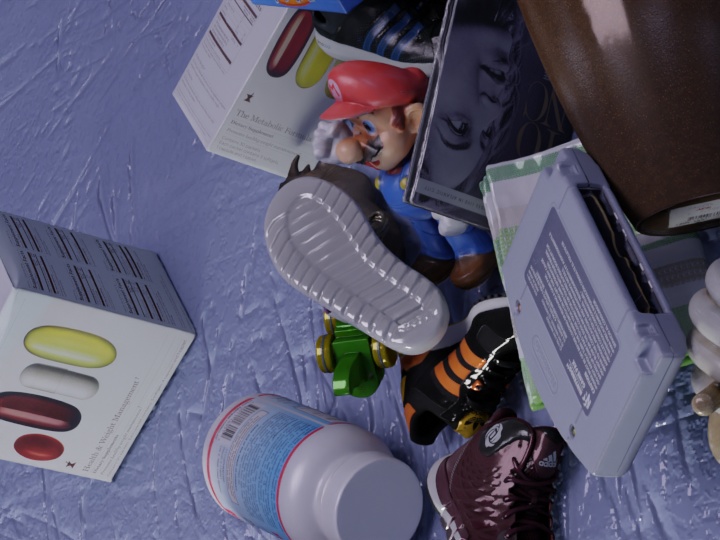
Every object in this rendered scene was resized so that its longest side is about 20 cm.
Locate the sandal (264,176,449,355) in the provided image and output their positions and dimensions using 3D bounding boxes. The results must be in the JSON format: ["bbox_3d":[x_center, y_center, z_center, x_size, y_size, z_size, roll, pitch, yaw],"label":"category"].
[{"bbox_3d":[-0.006,0.005,1.727,0.082,0.050,0.203,-42,55,-3],"label":"sandal"}]

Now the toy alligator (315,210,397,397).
[{"bbox_3d":[0.007,0.038,1.761,0.059,0.054,0.200,-7,41,18],"label":"toy alligator"}]

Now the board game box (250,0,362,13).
[{"bbox_3d":[0.009,-0.290,1.821,0.200,0.045,0.152,-42,28,-19],"label":"board game box"}]

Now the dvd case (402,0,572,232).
[{"bbox_3d":[0.109,-0.130,1.670,0.016,0.148,0.201,9,84,48],"label":"dvd case"}]

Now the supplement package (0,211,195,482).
[{"bbox_3d":[-0.303,0.073,2.139,0.192,0.199,0.147,-60,36,21],"label":"supplement package"}]

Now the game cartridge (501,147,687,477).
[{"bbox_3d":[0.151,0.032,1.475,0.200,0.041,0.133,-110,34,-43],"label":"game cartridge"}]

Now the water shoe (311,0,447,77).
[{"bbox_3d":[0.034,-0.210,1.828,0.199,0.079,0.072,8,39,38],"label":"water shoe"}]

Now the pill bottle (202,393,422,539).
[{"bbox_3d":[-0.038,0.170,1.795,0.200,0.108,0.109,16,90,57],"label":"pill bottle"}]

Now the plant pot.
[{"bbox_3d":[0.213,-0.132,1.520,0.187,0.186,0.201,-27,69,48],"label":"plant pot"}]

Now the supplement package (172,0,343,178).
[{"bbox_3d":[-0.063,-0.200,1.980,0.200,0.113,0.110,-59,36,20],"label":"supplement package"}]

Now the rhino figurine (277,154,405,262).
[{"bbox_3d":[-0.021,-0.043,1.900,0.087,0.060,0.200,-43,40,10],"label":"rhino figurine"}]

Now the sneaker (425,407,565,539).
[{"bbox_3d":[0.117,0.174,1.601,0.116,0.075,0.200,-53,38,23],"label":"sneaker"}]

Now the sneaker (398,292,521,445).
[{"bbox_3d":[0.096,0.079,1.679,0.200,0.070,0.090,-27,58,55],"label":"sneaker"}]

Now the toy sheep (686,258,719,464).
[{"bbox_3d":[0.267,0.035,1.386,0.138,0.137,0.201,45,119,53],"label":"toy sheep"}]

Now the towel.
[{"bbox_3d":[0.169,-0.010,1.579,0.149,0.031,0.201,-19,57,15],"label":"towel"}]

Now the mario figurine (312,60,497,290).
[{"bbox_3d":[0.024,-0.069,1.719,0.123,0.200,0.106,-20,22,24],"label":"mario figurine"}]
